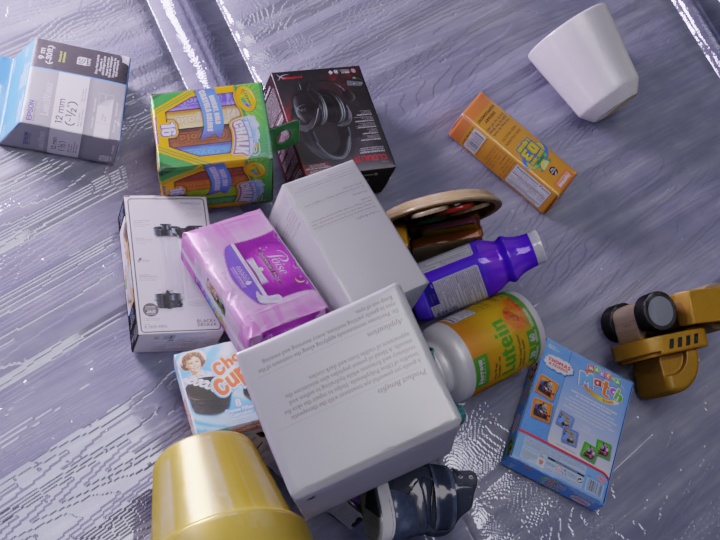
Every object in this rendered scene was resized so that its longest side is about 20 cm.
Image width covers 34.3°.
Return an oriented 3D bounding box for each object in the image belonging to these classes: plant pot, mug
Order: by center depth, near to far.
[{"bbox_3d":[-0.161,0.300,1.351,0.198,0.202,0.190,-3,49,-22],"label":"plant pot"},{"bbox_3d":[0.390,-0.337,1.915,0.185,0.149,0.154,-30,84,-24],"label":"mug"}]

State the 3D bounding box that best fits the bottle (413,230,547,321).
[{"bbox_3d":[0.158,0.002,1.616,0.198,0.084,0.066,-22,44,3],"label":"bottle"}]

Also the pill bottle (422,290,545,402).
[{"bbox_3d":[0.147,0.113,1.601,0.198,0.111,0.112,-23,73,-29],"label":"pill bottle"}]

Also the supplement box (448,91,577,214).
[{"bbox_3d":[0.237,-0.182,1.817,0.200,0.069,0.067,41,59,1],"label":"supplement box"}]

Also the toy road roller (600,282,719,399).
[{"bbox_3d":[0.462,0.106,1.723,0.197,0.123,0.148,-8,81,-23],"label":"toy road roller"}]

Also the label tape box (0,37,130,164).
[{"bbox_3d":[-0.422,-0.238,1.599,0.197,0.066,0.145,11,60,-17],"label":"label tape box"}]

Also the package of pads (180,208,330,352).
[{"bbox_3d":[-0.133,0.018,1.468,0.119,0.076,0.201,-21,54,-24],"label":"package of pads"}]

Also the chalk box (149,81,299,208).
[{"bbox_3d":[-0.179,-0.168,1.593,0.197,0.125,0.125,-7,65,-7],"label":"chalk box"}]

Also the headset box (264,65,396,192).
[{"bbox_3d":[-0.046,-0.192,1.709,0.147,0.077,0.202,-8,65,-24],"label":"headset box"}]

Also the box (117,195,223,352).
[{"bbox_3d":[-0.251,0.002,1.539,0.115,0.060,0.202,-2,65,-21],"label":"box"}]

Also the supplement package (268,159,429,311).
[{"bbox_3d":[-0.021,-0.019,1.524,0.116,0.118,0.201,-21,70,-28],"label":"supplement package"}]

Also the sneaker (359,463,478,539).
[{"bbox_3d":[0.065,0.232,1.444,0.144,0.077,0.205,0,65,-22],"label":"sneaker"}]

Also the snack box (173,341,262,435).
[{"bbox_3d":[-0.122,0.138,1.447,0.197,0.037,0.117,-13,57,-16],"label":"snack box"}]

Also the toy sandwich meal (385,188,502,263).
[{"bbox_3d":[0.111,-0.053,1.628,0.203,0.205,0.071,-7,79,-24],"label":"toy sandwich meal"}]

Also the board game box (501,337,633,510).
[{"bbox_3d":[0.295,0.214,1.647,0.150,0.037,0.202,27,58,-6],"label":"board game box"}]

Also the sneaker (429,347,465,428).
[{"bbox_3d":[0.068,0.130,1.470,0.200,0.078,0.080,42,93,-23],"label":"sneaker"}]

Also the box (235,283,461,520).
[{"bbox_3d":[-0.012,0.152,1.305,0.197,0.200,0.173,-23,72,-7],"label":"box"}]

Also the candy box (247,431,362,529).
[{"bbox_3d":[-0.040,0.201,1.508,0.199,0.072,0.168,37,57,0],"label":"candy box"}]
